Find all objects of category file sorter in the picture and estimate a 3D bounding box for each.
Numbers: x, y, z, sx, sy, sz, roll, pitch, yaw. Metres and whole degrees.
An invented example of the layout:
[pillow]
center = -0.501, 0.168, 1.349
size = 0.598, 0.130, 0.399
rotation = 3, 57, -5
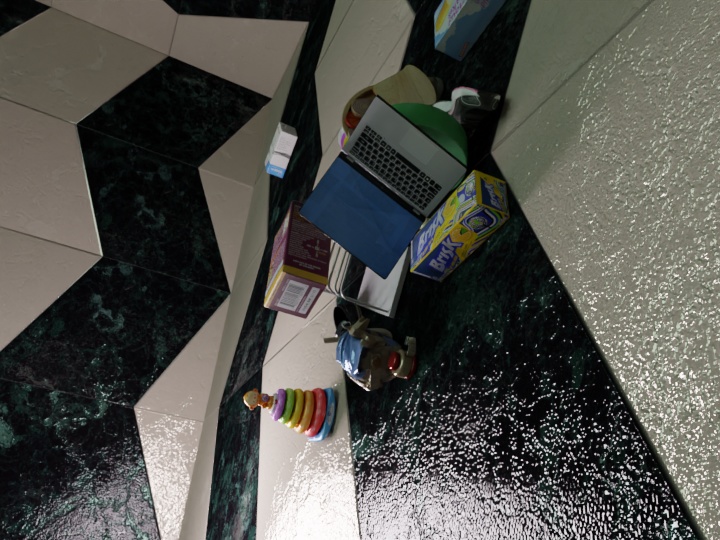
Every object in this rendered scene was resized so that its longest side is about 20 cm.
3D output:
[file sorter]
center = 0.000, 0.000, 1.263
size = 0.199, 0.122, 0.142
rotation = -169, 96, -71

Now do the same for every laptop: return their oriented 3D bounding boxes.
[laptop]
center = 0.034, -0.129, 0.987
size = 0.200, 0.186, 0.117
rotation = -49, 7, 45

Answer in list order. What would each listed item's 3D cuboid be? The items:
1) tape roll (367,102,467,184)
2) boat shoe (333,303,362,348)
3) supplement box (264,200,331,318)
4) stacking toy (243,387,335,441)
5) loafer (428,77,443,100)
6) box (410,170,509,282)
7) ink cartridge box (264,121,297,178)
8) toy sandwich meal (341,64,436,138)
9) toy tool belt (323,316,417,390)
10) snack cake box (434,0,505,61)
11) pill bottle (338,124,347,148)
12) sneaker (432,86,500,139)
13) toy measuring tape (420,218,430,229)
[tape roll]
center = 0.089, -0.201, 1.067
size = 0.200, 0.197, 0.049
rotation = -44, 32, 53
[boat shoe]
center = -0.023, 0.141, 1.303
size = 0.075, 0.061, 0.202
rotation = -61, 25, 28
[supplement box]
center = -0.130, -0.023, 1.305
size = 0.132, 0.101, 0.203
rotation = 125, 156, -46
[stacking toy]
center = -0.162, 0.299, 1.348
size = 0.109, 0.196, 0.119
rotation = -34, 42, 60
[loafer]
center = 0.110, -0.315, 1.295
size = 0.075, 0.068, 0.204
rotation = -143, 70, -69
[box]
center = 0.153, -0.065, 0.983
size = 0.200, 0.063, 0.071
rotation = 129, 151, -49
[ink cartridge box]
center = -0.356, -0.540, 2.741
size = 0.203, 0.083, 0.147
rotation = -64, 22, 22
[toy sandwich meal]
center = 0.059, -0.311, 1.195
size = 0.071, 0.200, 0.209
rotation = 87, -172, -62
[toy tool belt]
center = 0.009, 0.151, 1.115
size = 0.199, 0.121, 0.128
rotation = 0, 74, 69
[snack cake box]
center = 0.218, -0.523, 1.172
size = 0.200, 0.066, 0.117
rotation = 131, 150, -50
[pill bottle]
center = 0.045, -0.228, 1.251
size = 0.201, 0.103, 0.105
rotation = 54, 132, 24
[sneaker]
center = 0.182, -0.259, 1.073
size = 0.200, 0.078, 0.089
rotation = -171, 87, -79
[toy measuring tape]
center = 0.083, -0.089, 1.230
size = 0.198, 0.073, 0.075
rotation = 8, 80, 48
